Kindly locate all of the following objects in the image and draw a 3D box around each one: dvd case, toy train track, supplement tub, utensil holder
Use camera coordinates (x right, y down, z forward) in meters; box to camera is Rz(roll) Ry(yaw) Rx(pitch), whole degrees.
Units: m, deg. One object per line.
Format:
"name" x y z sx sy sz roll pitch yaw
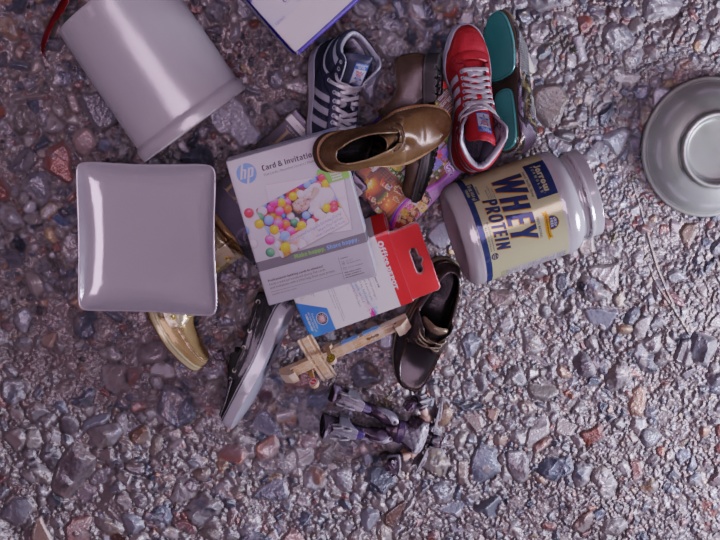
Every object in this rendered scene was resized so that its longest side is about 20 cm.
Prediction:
"dvd case" -0.110 -0.104 1.712 0.200 0.016 0.149 -41 101 15
"toy train track" -0.019 0.118 1.737 0.198 0.033 0.115 -25 142 4
"supplement tub" 0.222 -0.077 1.701 0.197 0.145 0.147 -19 102 -3
"utensil holder" -0.274 -0.272 1.611 0.169 0.170 0.201 -36 100 2

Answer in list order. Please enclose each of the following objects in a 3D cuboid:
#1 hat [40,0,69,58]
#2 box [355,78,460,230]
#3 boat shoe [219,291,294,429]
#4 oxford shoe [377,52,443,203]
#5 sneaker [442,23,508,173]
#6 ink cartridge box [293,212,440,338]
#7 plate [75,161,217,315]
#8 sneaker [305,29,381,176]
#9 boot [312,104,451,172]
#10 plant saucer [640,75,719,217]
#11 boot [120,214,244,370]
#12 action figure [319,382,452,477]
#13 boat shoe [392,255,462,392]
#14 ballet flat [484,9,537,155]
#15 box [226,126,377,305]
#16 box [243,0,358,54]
"hat" -0.386 -0.437 1.646 0.166 0.176 0.200 47 56 -9
"box" 0.075 -0.168 1.726 0.137 0.039 0.200 43 94 -11
"boat shoe" -0.158 0.126 1.752 0.056 0.069 0.202 26 96 10
"oxford shoe" 0.066 -0.194 1.673 0.083 0.073 0.204 4 98 11
"sneaker" 0.153 -0.229 1.644 0.070 0.112 0.204 -4 99 -8
"ink cartridge box" 0.000 0.000 1.714 0.197 0.067 0.117 -20 117 4
"plate" -0.285 -0.044 1.657 0.196 0.032 0.204 2 98 10
"sneaker" -0.020 -0.221 1.640 0.069 0.108 0.204 2 77 -33
"boot" 0.042 -0.165 1.577 0.198 0.075 0.075 -19 102 -23
"plant saucer" 0.503 -0.175 1.759 0.197 0.050 0.204 -1 100 -5
"boot" -0.224 0.024 1.713 0.154 0.073 0.202 -28 96 7
"action figure" 0.042 0.230 1.784 0.197 0.069 0.132 17 94 -11
"boat shoe" 0.094 0.079 1.756 0.073 0.073 0.203 13 99 -7
"ballet flat" 0.212 -0.258 1.709 0.071 0.072 0.204 -3 85 -4
"box" -0.076 -0.071 1.630 0.153 0.041 0.203 -14 103 4
"box" -0.055 -0.377 1.593 0.184 0.200 0.105 -41 102 3
